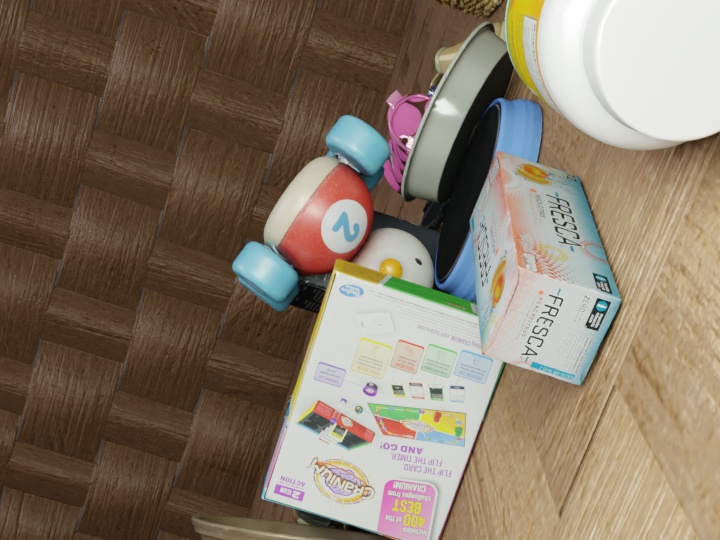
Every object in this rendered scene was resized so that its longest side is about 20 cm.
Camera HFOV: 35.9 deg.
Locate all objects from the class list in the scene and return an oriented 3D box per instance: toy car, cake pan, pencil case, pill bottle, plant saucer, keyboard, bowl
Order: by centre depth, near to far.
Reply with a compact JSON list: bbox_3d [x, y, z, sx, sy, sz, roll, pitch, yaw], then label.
[{"bbox_3d":[0.143,-0.125,0.588,0.200,0.110,0.112,-93,21,-74],"label":"pill bottle"},{"bbox_3d":[-0.059,0.252,1.024,0.200,0.198,0.030,133,146,-78],"label":"plant saucer"},{"bbox_3d":[0.117,-0.069,1.058,0.201,0.039,0.202,-162,90,-85],"label":"bowl"},{"bbox_3d":[0.008,-0.012,1.093,0.185,0.199,0.177,-54,-2,-7],"label":"toy car"},{"bbox_3d":[0.104,-0.154,1.140,0.201,0.037,0.201,-58,-12,-20],"label":"cake pan"},{"bbox_3d":[0.108,-0.109,1.388,0.200,0.020,0.128,115,171,-61],"label":"keyboard"},{"bbox_3d":[0.069,-0.162,1.440,0.091,0.093,0.200,-52,-7,-12],"label":"pencil case"}]

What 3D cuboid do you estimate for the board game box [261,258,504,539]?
[{"bbox_3d":[0.021,0.110,0.894,0.040,0.152,0.202,-89,17,-76],"label":"board game box"}]

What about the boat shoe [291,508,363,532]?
[{"bbox_3d":[-0.014,0.267,1.203,0.202,0.074,0.075,50,-134,-70],"label":"boat shoe"}]

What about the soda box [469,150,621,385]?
[{"bbox_3d":[0.115,-0.009,0.734,0.200,0.068,0.064,-82,11,-63],"label":"soda box"}]

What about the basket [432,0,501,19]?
[{"bbox_3d":[0.137,-0.461,1.501,0.143,0.148,0.202,-149,75,-84],"label":"basket"}]

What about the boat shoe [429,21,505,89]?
[{"bbox_3d":[0.125,-0.242,1.323,0.200,0.076,0.072,124,163,-71],"label":"boat shoe"}]

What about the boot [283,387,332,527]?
[{"bbox_3d":[0.000,0.136,1.105,0.200,0.072,0.183,-38,-35,-50],"label":"boot"}]

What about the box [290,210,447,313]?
[{"bbox_3d":[0.000,0.000,1.287,0.200,0.181,0.105,138,150,-78],"label":"box"}]
